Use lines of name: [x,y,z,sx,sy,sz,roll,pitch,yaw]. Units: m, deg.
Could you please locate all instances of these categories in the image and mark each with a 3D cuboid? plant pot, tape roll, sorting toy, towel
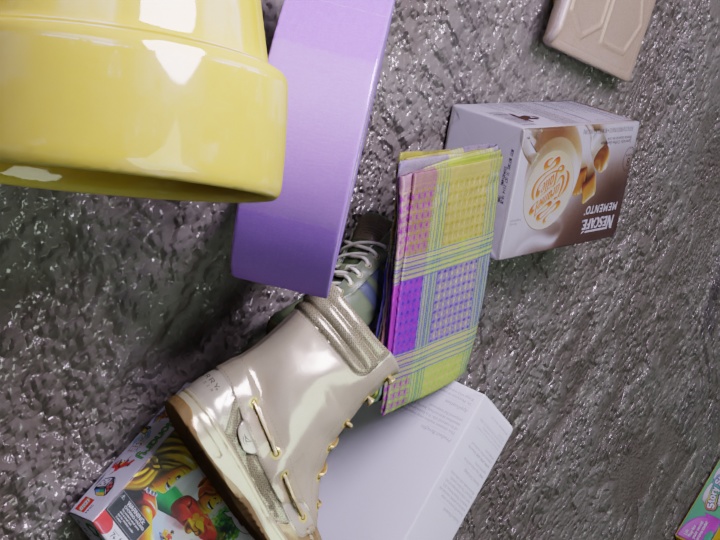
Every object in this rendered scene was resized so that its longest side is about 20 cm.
plant pot: [-0.132,-0.138,0.671,0.200,0.199,0.192,5,88,-53]
tape roll: [-0.029,-0.087,0.835,0.200,0.065,0.203,-166,-90,-90]
sorting toy: [0.231,-0.281,1.196,0.199,0.036,0.187,6,103,-58]
towel: [0.059,0.001,1.022,0.143,0.023,0.203,-18,119,-52]

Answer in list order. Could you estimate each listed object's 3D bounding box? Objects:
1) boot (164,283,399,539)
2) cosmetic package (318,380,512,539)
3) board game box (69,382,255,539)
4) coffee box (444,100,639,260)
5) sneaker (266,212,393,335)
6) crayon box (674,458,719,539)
boot: [-0.028,0.123,0.929,0.155,0.073,0.201,-39,114,-17]
cosmetic package: [0.029,0.184,1.110,0.201,0.112,0.081,-58,143,-10]
board game box: [-0.109,0.198,0.951,0.126,0.034,0.201,-49,125,-29]
coffee box: [0.157,-0.084,1.159,0.199,0.079,0.116,-9,116,-50]
sneaker: [0.000,0.000,1.018,0.199,0.067,0.091,-18,114,-47]
crayon box: [0.548,0.357,1.931,0.201,0.058,0.173,-53,142,-20]
